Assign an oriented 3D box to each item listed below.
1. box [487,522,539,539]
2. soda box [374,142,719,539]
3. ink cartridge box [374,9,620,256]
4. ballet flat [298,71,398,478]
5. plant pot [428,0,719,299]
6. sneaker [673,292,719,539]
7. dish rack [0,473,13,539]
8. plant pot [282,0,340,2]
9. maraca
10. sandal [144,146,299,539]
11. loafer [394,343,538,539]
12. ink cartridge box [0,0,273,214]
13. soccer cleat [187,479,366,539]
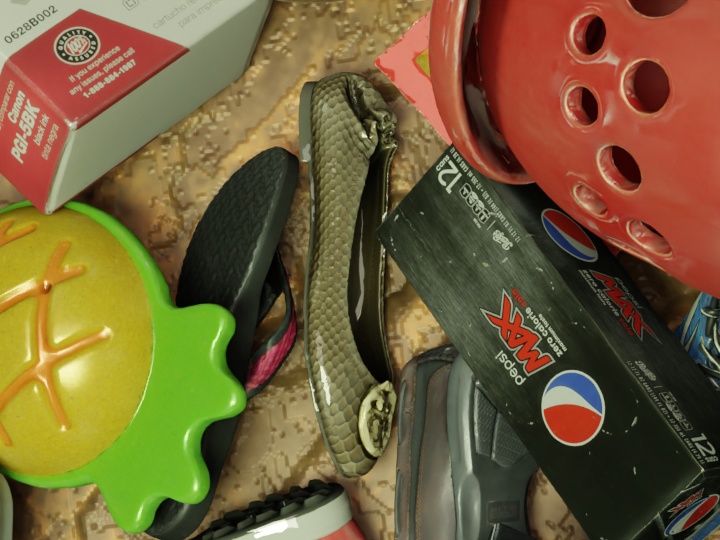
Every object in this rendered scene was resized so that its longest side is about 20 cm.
[{"bbox_3d":[0.105,0.240,0.994,0.200,0.104,0.182,23,125,-2],"label":"box"},{"bbox_3d":[0.094,0.034,1.052,0.071,0.063,0.200,-49,61,28],"label":"soda box"},{"bbox_3d":[0.127,-0.118,1.118,0.200,0.050,0.161,-42,79,1],"label":"ink cartridge box"},{"bbox_3d":[0.000,0.000,1.119,0.046,0.067,0.201,-6,77,13],"label":"ballet flat"},{"bbox_3d":[0.142,-0.098,0.993,0.182,0.200,0.201,21,87,33],"label":"plant pot"},{"bbox_3d":[0.170,0.044,1.072,0.078,0.089,0.200,29,90,12],"label":"sneaker"},{"bbox_3d":[-0.247,0.169,1.124,0.200,0.044,0.172,-2,83,31],"label":"dish rack"},{"bbox_3d":[-0.026,-0.237,1.093,0.200,0.093,0.201,4,65,-9],"label":"plant pot"},{"bbox_3d":[-0.135,0.043,1.100,0.200,0.107,0.137,28,101,34],"label":"maraca"},{"bbox_3d":[-0.062,0.038,1.125,0.045,0.075,0.200,20,77,-28],"label":"sandal"},{"bbox_3d":[0.045,0.134,1.104,0.063,0.072,0.201,-3,80,44],"label":"loafer"},{"bbox_3d":[-0.163,-0.150,1.118,0.200,0.083,0.147,44,57,10],"label":"ink cartridge box"},{"bbox_3d":[-0.089,0.168,1.116,0.200,0.068,0.073,-21,96,8],"label":"soccer cleat"}]
